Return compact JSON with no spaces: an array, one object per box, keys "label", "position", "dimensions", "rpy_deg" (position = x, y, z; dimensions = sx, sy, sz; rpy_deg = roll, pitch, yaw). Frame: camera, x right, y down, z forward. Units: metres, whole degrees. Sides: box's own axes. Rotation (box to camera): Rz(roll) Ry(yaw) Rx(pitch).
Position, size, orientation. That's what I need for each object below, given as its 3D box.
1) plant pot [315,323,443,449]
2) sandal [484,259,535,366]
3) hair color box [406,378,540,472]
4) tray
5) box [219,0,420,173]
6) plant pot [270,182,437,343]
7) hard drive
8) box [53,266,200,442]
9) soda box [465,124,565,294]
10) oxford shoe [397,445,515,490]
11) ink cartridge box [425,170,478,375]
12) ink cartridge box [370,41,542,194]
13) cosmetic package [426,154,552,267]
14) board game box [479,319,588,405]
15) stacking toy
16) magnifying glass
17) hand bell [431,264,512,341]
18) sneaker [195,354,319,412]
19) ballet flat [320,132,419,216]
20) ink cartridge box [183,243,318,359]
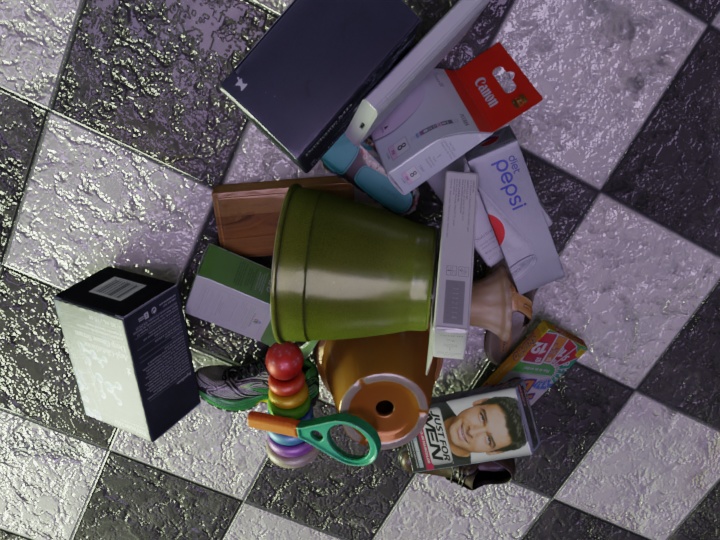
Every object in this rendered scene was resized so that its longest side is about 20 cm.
[{"label":"plant pot","position":[0.030,0.151,1.066],"dimensions":[0.195,0.184,0.205],"rpy_deg":[-1,116,-1]},{"label":"sandal","position":[0.224,0.063,1.101],"dimensions":[0.078,0.054,0.204],"rpy_deg":[0,116,-1]},{"label":"hair color box","position":[0.164,0.239,1.123],"dimensions":[0.196,0.060,0.101],"rpy_deg":[-17,86,27]},{"label":"tray","position":[-0.104,-0.075,1.038],"dimensions":[0.195,0.037,0.101],"rpy_deg":[-4,115,2]},{"label":"box","position":[-0.043,-0.227,0.839],"dimensions":[0.117,0.200,0.197],"rpy_deg":[42,92,-3]},{"label":"plant pot","position":[0.000,0.000,0.930],"dimensions":[0.188,0.201,0.205],"rpy_deg":[5,116,6]},{"label":"hard drive","position":[0.065,-0.240,0.866],"dimensions":[0.026,0.132,0.200],"rpy_deg":[43,78,-3]},{"label":"box","position":[-0.331,0.117,1.053],"dimensions":[0.146,0.107,0.204],"rpy_deg":[11,120,30]},{"label":"soda box","position":[0.197,-0.075,0.940],"dimensions":[0.067,0.064,0.203],"rpy_deg":[-21,115,11]},{"label":"oxford shoe","position":[0.159,0.316,1.205],"dimensions":[0.195,0.085,0.074],"rpy_deg":[-1,118,1]},{"label":"ink cartridge box","position":[0.113,0.010,0.908],"dimensions":[0.044,0.204,0.177],"rpy_deg":[5,156,6]},{"label":"ink cartridge box","position":[0.104,-0.206,0.910],"dimensions":[0.198,0.164,0.057],"rpy_deg":[-36,130,17]},{"label":"cosmetic package","position":[0.160,-0.123,0.996],"dimensions":[0.112,0.082,0.200],"rpy_deg":[-35,112,17]},{"label":"board game box","position":[0.256,0.169,1.150],"dimensions":[0.094,0.030,0.201],"rpy_deg":[24,120,-29]},{"label":"stacking toy","position":[-0.102,0.186,1.062],"dimensions":[0.083,0.086,0.204],"rpy_deg":[-1,122,-1]},{"label":"magnifying glass","position":[-0.066,0.222,1.007],"dimensions":[0.196,0.022,0.081],"rpy_deg":[8,124,22]},{"label":"hand bell","position":[0.104,0.049,1.023],"dimensions":[0.195,0.105,0.106],"rpy_deg":[-2,116,1]},{"label":"sneaker","position":[-0.158,0.160,1.123],"dimensions":[0.195,0.079,0.087],"rpy_deg":[1,129,-11]},{"label":"ballet flat","position":[-0.001,-0.149,0.986],"dimensions":[0.200,0.064,0.076],"rpy_deg":[43,114,-8]},{"label":"ink cartridge box","position":[-0.147,0.048,1.062],"dimensions":[0.196,0.060,0.104],"rpy_deg":[23,141,-11]}]
